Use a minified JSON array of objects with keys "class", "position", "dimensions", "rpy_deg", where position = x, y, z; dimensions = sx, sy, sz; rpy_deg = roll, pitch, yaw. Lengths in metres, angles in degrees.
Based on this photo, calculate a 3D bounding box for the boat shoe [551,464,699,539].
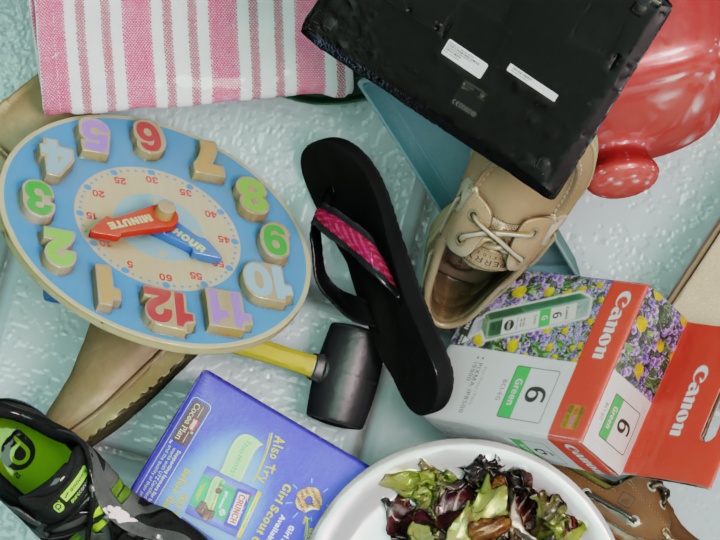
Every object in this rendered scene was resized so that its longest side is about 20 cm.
[{"class":"boat shoe","position":[0.166,0.155,1.471],"dimensions":[0.200,0.072,0.068],"rpy_deg":[20,86,3]}]

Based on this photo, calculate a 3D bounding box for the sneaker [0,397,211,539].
[{"class":"sneaker","position":[-0.162,0.145,1.402],"dimensions":[0.200,0.083,0.071],"rpy_deg":[38,87,13]}]

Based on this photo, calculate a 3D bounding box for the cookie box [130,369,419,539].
[{"class":"cookie box","position":[-0.053,0.185,1.472],"dimensions":[0.200,0.075,0.171],"rpy_deg":[31,85,5]}]

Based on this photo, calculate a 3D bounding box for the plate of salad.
[{"class":"plate of salad","position":[0.061,0.199,1.408],"dimensions":[0.200,0.048,0.200],"rpy_deg":[0,83,0]}]

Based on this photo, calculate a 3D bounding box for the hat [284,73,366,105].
[{"class":"hat","position":[-0.008,-0.208,1.461],"dimensions":[0.200,0.176,0.166],"rpy_deg":[-44,84,-3]}]

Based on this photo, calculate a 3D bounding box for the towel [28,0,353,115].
[{"class":"towel","position":[-0.103,-0.164,1.455],"dimensions":[0.200,0.030,0.146],"rpy_deg":[-4,122,0]}]

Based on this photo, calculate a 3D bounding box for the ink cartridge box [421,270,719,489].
[{"class":"ink cartridge box","position":[0.138,0.061,1.424],"dimensions":[0.200,0.050,0.109],"rpy_deg":[7,65,46]}]

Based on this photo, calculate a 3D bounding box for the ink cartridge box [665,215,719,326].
[{"class":"ink cartridge box","position":[0.299,0.001,1.483],"dimensions":[0.165,0.075,0.200],"rpy_deg":[34,86,6]}]

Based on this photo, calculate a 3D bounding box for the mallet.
[{"class":"mallet","position":[-0.072,0.035,1.468],"dimensions":[0.200,0.041,0.066],"rpy_deg":[26,81,-25]}]

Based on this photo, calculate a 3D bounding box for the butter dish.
[{"class":"butter dish","position":[0.145,-0.114,1.426],"dimensions":[0.199,0.200,0.148],"rpy_deg":[-10,70,1]}]

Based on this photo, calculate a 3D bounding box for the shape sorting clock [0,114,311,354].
[{"class":"shape sorting clock","position":[-0.123,-0.026,1.444],"dimensions":[0.200,0.039,0.200],"rpy_deg":[16,43,-16]}]

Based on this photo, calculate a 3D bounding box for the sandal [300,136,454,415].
[{"class":"sandal","position":[0.000,0.000,1.467],"dimensions":[0.045,0.075,0.200],"rpy_deg":[-11,61,-23]}]

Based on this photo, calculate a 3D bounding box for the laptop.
[{"class":"laptop","position":[0.100,-0.172,1.339],"dimensions":[0.177,0.103,0.200],"rpy_deg":[34,105,14]}]

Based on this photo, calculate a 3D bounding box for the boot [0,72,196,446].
[{"class":"boot","position":[-0.191,0.000,1.505],"dimensions":[0.175,0.066,0.200],"rpy_deg":[-42,85,-15]}]

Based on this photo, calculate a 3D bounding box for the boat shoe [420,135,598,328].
[{"class":"boat shoe","position":[0.085,-0.027,1.398],"dimensions":[0.071,0.200,0.065],"rpy_deg":[20,59,-5]}]

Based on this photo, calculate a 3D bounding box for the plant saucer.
[{"class":"plant saucer","position":[0.070,-0.056,1.444],"dimensions":[0.070,0.200,0.019],"rpy_deg":[-1,53,31]}]
